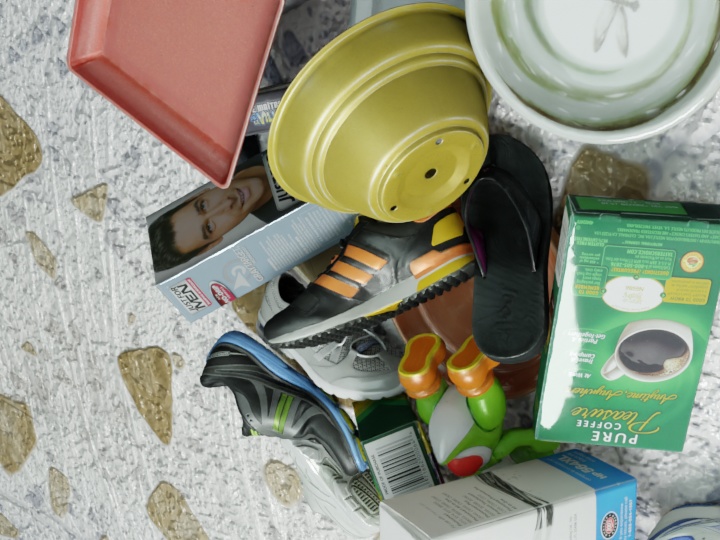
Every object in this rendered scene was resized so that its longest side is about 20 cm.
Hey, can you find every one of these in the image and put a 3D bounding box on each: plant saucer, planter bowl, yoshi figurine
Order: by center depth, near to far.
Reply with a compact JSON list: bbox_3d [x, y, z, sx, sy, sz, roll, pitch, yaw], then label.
[{"bbox_3d":[0.176,-0.193,0.782,0.199,0.050,0.201,9,115,20],"label":"plant saucer"},{"bbox_3d":[0.036,-0.098,0.841,0.084,0.200,0.201,56,136,31],"label":"planter bowl"},{"bbox_3d":[-0.151,-0.200,0.906,0.199,0.037,0.200,37,132,15],"label":"plant saucer"},{"bbox_3d":[0.112,0.136,0.946,0.112,0.112,0.200,-120,6,-63],"label":"yoshi figurine"},{"bbox_3d":[0.105,0.016,0.963,0.200,0.032,0.201,18,119,34],"label":"plant saucer"}]

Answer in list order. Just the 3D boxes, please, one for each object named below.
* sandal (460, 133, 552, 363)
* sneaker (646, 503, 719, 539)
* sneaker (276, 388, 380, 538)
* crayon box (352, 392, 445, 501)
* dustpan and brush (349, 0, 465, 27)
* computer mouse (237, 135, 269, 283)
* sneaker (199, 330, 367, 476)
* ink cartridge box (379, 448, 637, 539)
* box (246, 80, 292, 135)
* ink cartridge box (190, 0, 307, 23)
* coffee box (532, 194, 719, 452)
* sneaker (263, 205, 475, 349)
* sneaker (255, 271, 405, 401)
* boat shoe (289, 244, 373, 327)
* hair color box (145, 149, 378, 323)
[{"bbox_3d":[0.113,-0.028,0.856,0.075,0.048,0.201,-14,60,22],"label":"sandal"},{"bbox_3d":[0.304,0.218,0.838,0.200,0.088,0.075,-27,88,43],"label":"sneaker"},{"bbox_3d":[-0.045,0.203,1.146,0.200,0.078,0.099,53,141,15],"label":"sneaker"},{"bbox_3d":[0.054,0.220,1.008,0.173,0.058,0.201,-135,24,-85],"label":"crayon box"},{"bbox_3d":[0.088,-0.229,0.851,0.199,0.057,0.140,8,118,6],"label":"dustpan and brush"},{"bbox_3d":[-0.119,-0.080,1.117,0.059,0.034,0.201,-9,102,42],"label":"computer mouse"},{"bbox_3d":[-0.075,0.141,1.082,0.199,0.083,0.071,34,172,16],"label":"sneaker"},{"bbox_3d":[0.117,0.240,0.874,0.084,0.199,0.147,24,118,59],"label":"ink cartridge box"},{"bbox_3d":[-0.052,-0.151,0.975,0.200,0.110,0.035,-3,106,42],"label":"box"},{"bbox_3d":[-0.162,-0.243,1.013,0.200,0.136,0.077,-18,95,44],"label":"ink cartridge box"},{"bbox_3d":[0.203,0.043,0.841,0.123,0.044,0.201,3,116,1],"label":"coffee box"},{"bbox_3d":[0.000,0.000,0.944,0.200,0.070,0.090,-24,78,12],"label":"sneaker"},{"bbox_3d":[-0.029,0.061,1.067,0.200,0.075,0.082,25,124,32],"label":"sneaker"},{"bbox_3d":[-0.045,-0.019,1.050,0.200,0.072,0.065,46,163,29],"label":"boat shoe"},{"bbox_3d":[-0.091,-0.047,0.987,0.061,0.200,0.099,54,-170,-42],"label":"hair color box"}]
